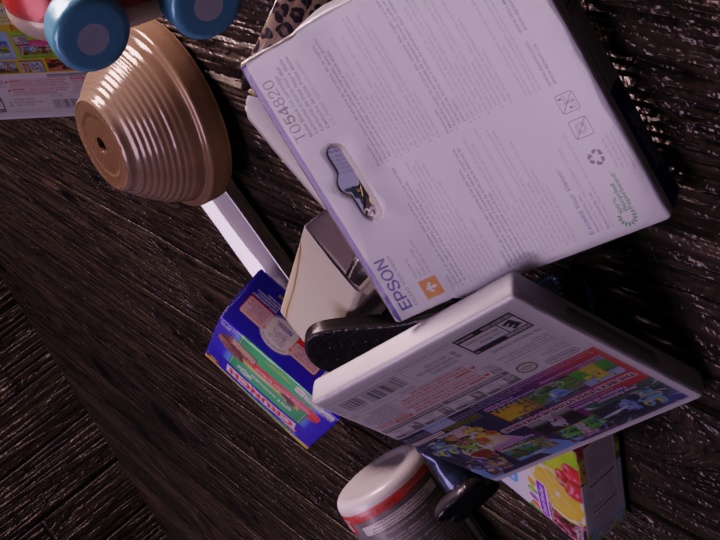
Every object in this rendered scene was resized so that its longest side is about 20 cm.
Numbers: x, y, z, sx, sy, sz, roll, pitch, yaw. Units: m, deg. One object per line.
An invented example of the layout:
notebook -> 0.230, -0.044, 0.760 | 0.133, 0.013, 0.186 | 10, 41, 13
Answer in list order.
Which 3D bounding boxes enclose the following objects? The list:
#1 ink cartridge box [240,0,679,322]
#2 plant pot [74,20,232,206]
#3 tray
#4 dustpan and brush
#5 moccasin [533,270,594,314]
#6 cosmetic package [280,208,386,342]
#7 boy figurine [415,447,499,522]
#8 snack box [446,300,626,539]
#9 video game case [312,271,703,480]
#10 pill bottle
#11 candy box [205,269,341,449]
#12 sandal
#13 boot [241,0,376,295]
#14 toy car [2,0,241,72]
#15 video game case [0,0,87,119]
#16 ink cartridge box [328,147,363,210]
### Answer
ink cartridge box -> 0.057, -0.086, 0.797 | 0.199, 0.041, 0.201 | -22, 109, 31
plant pot -> -0.222, -0.145, 1.342 | 0.201, 0.092, 0.202 | 40, 146, 34
tray -> -0.133, -0.056, 1.441 | 0.201, 0.022, 0.107 | 54, 159, -4
dustpan and brush -> -0.030, -0.129, 1.067 | 0.140, 0.057, 0.200 | 49, 167, 8
moccasin -> 0.101, 0.077, 0.979 | 0.081, 0.068, 0.201 | -105, 31, -41
cosmetic package -> 0.000, 0.000, 1.126 | 0.073, 0.103, 0.200 | 49, 159, 12
boy figurine -> 0.048, 0.140, 1.271 | 0.201, 0.064, 0.124 | 53, -165, 23
snack box -> 0.130, 0.126, 1.123 | 0.200, 0.053, 0.143 | 37, 154, 38
video game case -> 0.097, 0.079, 0.907 | 0.181, 0.023, 0.199 | 26, 140, -31
pill bottle -> 0.073, 0.297, 1.443 | 0.201, 0.116, 0.116 | 55, 160, -7
candy box -> -0.083, 0.103, 1.489 | 0.169, 0.077, 0.200 | 41, 162, 2
sandal -> 0.052, 0.043, 1.049 | 0.198, 0.045, 0.075 | -4, 135, 18
boot -> -0.007, -0.093, 0.880 | 0.150, 0.073, 0.201 | 28, 127, 3
toy car -> -0.201, -0.289, 1.016 | 0.184, 0.175, 0.202 | 48, 150, 47
video game case -> -0.384, -0.241, 1.493 | 0.198, 0.023, 0.183 | -1, 141, 8
ink cartridge box -> 0.025, -0.095, 0.946 | 0.119, 0.042, 0.201 | -10, 116, 41
